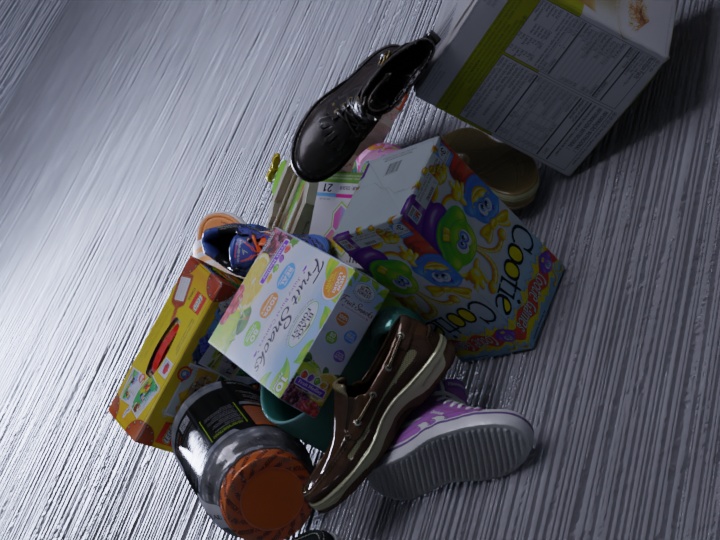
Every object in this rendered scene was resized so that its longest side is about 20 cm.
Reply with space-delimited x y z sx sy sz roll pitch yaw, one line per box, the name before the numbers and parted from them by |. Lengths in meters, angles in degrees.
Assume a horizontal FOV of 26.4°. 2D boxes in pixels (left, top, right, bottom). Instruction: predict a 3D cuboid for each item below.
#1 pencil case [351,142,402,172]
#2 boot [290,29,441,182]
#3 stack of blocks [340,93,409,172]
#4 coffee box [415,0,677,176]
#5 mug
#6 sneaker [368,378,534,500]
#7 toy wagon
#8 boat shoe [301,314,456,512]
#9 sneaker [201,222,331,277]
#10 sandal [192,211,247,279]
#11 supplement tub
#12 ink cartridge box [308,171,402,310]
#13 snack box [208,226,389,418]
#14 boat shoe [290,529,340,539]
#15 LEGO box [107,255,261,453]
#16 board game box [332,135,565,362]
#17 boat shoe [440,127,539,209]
pencil case | 0.054 -0.089 1.785 0.088 0.087 0.200 -48 26 1
boot | 0.000 -0.172 1.597 0.200 0.069 0.174 -51 8 2
stack of blocks | -0.008 -0.164 1.939 0.116 0.058 0.200 -65 6 -32
coffee box | 0.200 -0.262 1.598 0.200 0.196 0.201 -54 13 48
mug | -0.004 0.112 1.543 0.184 0.114 0.153 8 68 59
sneaker | 0.090 0.136 1.424 0.199 0.073 0.115 -21 33 45
toy wagon | -0.083 -0.092 1.891 0.200 0.039 0.156 -112 42 -64
boat shoe | 0.001 0.129 1.443 0.203 0.075 0.075 -52 11 -2
sneaker | -0.105 -0.012 1.693 0.199 0.078 0.076 8 91 49
sandal | -0.164 0.022 1.863 0.078 0.059 0.209 -13 73 16
supplement tub | -0.122 0.202 1.612 0.123 0.122 0.200 -49 24 -1
ink cartridge box | 0.000 0.000 1.670 0.147 0.075 0.202 8 85 61
snack box | -0.066 0.046 1.528 0.143 0.053 0.200 -60 29 -1
boat shoe | -0.105 0.313 1.498 0.200 0.060 0.076 -43 25 13
LEGO box | -0.167 0.106 1.728 0.077 0.148 0.201 36 100 47
board game box | 0.088 -0.016 1.486 0.104 0.200 0.104 -16 40 48
boat shoe | 0.143 -0.102 1.703 0.073 0.064 0.200 -27 27 -15
